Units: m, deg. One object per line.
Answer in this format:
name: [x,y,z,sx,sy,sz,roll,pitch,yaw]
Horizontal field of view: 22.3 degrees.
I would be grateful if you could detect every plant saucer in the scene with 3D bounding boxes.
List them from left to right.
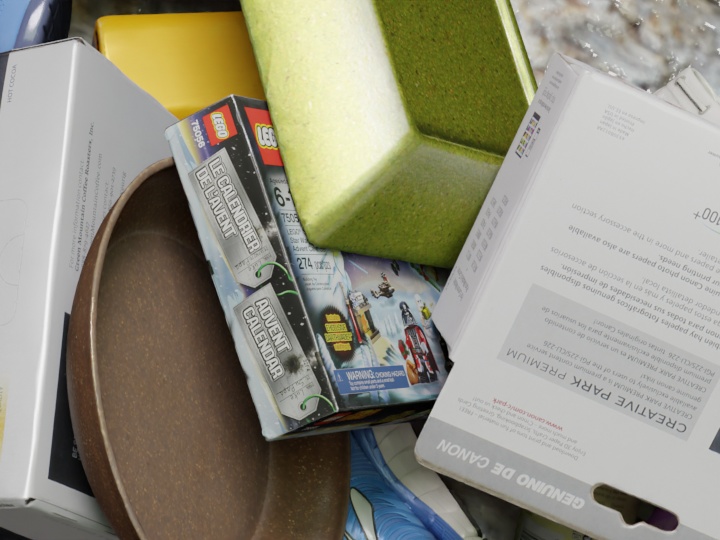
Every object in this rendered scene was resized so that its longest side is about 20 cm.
plant saucer: [-0.066,0.053,0.761,0.037,0.200,0.201,-12,69,26]
plant saucer: [0.024,-0.102,0.828,0.200,0.048,0.200,9,61,-57]

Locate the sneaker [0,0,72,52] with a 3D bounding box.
sneaker: [-0.184,-0.174,0.920,0.082,0.074,0.201,1,64,-10]

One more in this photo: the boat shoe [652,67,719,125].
boat shoe: [0.211,-0.051,0.906,0.086,0.202,0.075,-49,124,6]

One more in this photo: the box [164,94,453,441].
box: [0.000,0.000,0.814,0.040,0.200,0.137,-25,79,24]

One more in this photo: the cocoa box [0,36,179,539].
cocoa box: [-0.152,0.023,0.798,0.131,0.133,0.201,-7,68,24]

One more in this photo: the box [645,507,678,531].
box: [0.143,0.210,0.809,0.137,0.039,0.200,47,57,-6]

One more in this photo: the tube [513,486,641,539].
tube: [0.115,0.073,0.857,0.058,0.052,0.201,8,103,-22]

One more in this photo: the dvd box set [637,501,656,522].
dvd box set: [0.167,0.061,0.881,0.200,0.146,0.029,42,34,3]

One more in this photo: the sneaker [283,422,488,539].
sneaker: [0.005,0.132,0.858,0.089,0.079,0.200,-29,71,-13]

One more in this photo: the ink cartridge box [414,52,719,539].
ink cartridge box: [0.139,0.029,0.778,0.199,0.084,0.176,24,100,-7]

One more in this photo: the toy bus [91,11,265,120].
toy bus: [-0.034,-0.091,0.918,0.199,0.078,0.065,-4,72,-14]
